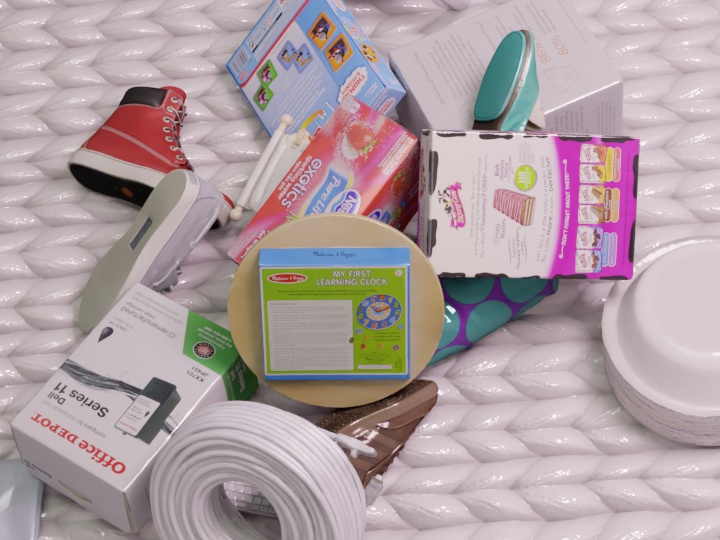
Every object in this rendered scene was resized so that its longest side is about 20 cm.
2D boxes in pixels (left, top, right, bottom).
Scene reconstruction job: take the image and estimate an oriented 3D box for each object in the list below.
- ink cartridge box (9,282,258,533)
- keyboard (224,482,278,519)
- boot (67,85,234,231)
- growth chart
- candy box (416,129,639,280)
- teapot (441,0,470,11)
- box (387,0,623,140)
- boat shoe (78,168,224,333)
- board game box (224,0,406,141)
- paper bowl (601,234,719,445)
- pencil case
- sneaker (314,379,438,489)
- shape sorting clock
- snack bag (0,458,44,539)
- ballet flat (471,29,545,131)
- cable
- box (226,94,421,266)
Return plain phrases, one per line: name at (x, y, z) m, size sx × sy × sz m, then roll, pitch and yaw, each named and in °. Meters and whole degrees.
ink cartridge box at (-0.216, 0.130, 1.686) m, size 0.146 × 0.083 × 0.200 m, roll 26°, pitch 59°, yaw 21°
keyboard at (-0.141, 0.199, 1.685) m, size 0.199 × 0.011 × 0.056 m, roll 9°, pitch 60°, yaw 14°
boot at (-0.194, -0.128, 1.866) m, size 0.200 × 0.072 × 0.144 m, roll 23°, pitch 62°, yaw 25°
growth chart at (-0.039, -0.061, 1.772) m, size 0.200 × 0.018 × 0.145 m, roll 29°, pitch 82°, yaw 25°
candy box at (0.155, -0.062, 1.645) m, size 0.199 × 0.061 × 0.137 m, roll 2°, pitch 95°, yaw -10°
teapot at (0.040, -0.389, 1.956) m, size 0.197 × 0.146 × 0.201 m, roll 4°, pitch 78°, yaw 40°
box at (0.150, -0.180, 1.822) m, size 0.199 × 0.106 × 0.153 m, roll -23°, pitch 58°, yaw -6°
boat shoe at (-0.207, -0.009, 1.773) m, size 0.201 × 0.071 × 0.070 m, roll -52°, pitch 38°, yaw 15°
board game box at (-0.051, -0.203, 1.859) m, size 0.151 × 0.037 × 0.200 m, roll -49°, pitch 54°, yaw 26°
paper bowl at (0.327, 0.054, 1.651) m, size 0.200 × 0.104 × 0.201 m, roll -5°, pitch 57°, yaw 7°
pencil case at (0.090, 0.028, 1.710) m, size 0.200 × 0.093 × 0.085 m, roll -28°, pitch 25°, yaw -11°
sneaker at (-0.003, 0.170, 1.657) m, size 0.200 × 0.076 × 0.070 m, roll -27°, pitch 18°, yaw -29°
shape sorting clock at (-0.022, 0.037, 1.617) m, size 0.199 × 0.201 × 0.039 m, roll -6°, pitch 30°, yaw 5°
snack bag at (-0.395, 0.265, 1.676) m, size 0.199 × 0.021 × 0.189 m, roll -5°, pitch 58°, yaw 6°
ballet flat at (0.139, -0.132, 1.711) m, size 0.067 × 0.070 × 0.201 m, roll 13°, pitch 81°, yaw 60°
cable at (-0.092, 0.212, 1.563) m, size 0.199 × 0.200 × 0.069 m, roll 23°, pitch 32°, yaw 13°
box at (-0.023, -0.054, 1.700) m, size 0.095 × 0.100 × 0.200 m, roll 35°, pitch 84°, yaw 25°
